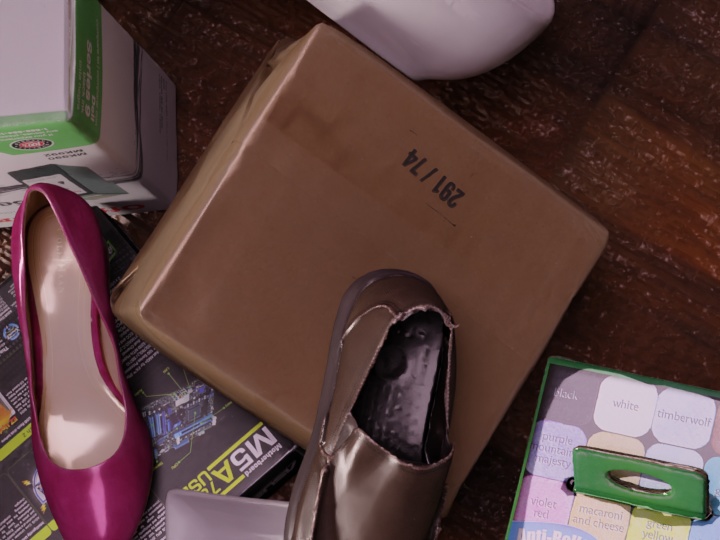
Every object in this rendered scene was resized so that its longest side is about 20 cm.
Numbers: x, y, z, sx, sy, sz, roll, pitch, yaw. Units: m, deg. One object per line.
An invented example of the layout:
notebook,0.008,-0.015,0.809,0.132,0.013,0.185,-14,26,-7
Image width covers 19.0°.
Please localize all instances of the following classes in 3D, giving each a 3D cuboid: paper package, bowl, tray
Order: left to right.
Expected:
tray,-0.061,0.218,1.133,0.107,0.022,0.200,1,91,42
paper package,0.000,0.000,1.133,0.200,0.103,0.191,34,82,-12
bowl,0.006,-0.177,1.153,0.200,0.200,0.075,37,105,-7

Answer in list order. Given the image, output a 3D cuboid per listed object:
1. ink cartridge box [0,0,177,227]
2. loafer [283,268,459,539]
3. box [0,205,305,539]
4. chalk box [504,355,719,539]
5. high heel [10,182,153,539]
ink cartridge box,-0.195,-0.088,1.188,0.146,0.200,0.084,-5,77,11
loafer,0.007,0.099,1.046,0.073,0.071,0.200,4,89,-14
box,-0.163,0.097,1.212,0.200,0.048,0.193,-42,74,-2
chalk box,0.142,0.123,1.058,0.124,0.200,0.124,12,78,15
high heel,-0.154,0.054,1.147,0.067,0.096,0.200,-4,73,9
